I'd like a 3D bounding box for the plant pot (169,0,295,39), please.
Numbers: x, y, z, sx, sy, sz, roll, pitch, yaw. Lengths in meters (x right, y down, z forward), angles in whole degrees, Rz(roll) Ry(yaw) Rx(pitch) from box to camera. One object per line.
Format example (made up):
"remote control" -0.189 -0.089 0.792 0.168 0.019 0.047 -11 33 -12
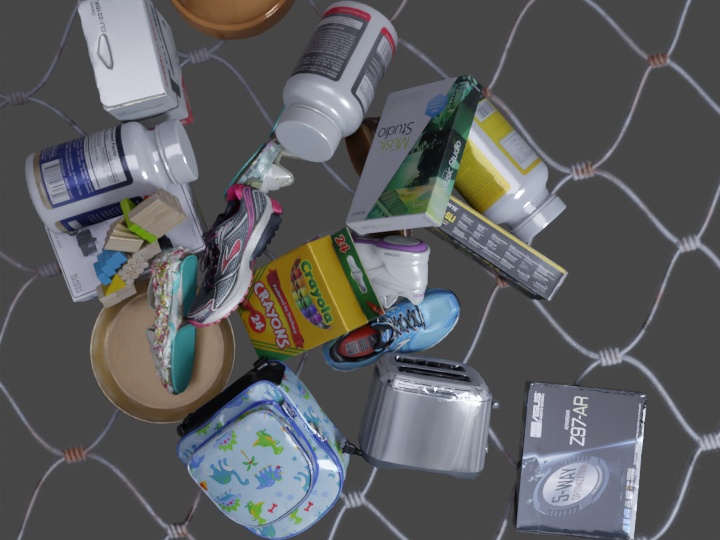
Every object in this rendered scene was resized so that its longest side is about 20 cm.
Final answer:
"plant pot" -0.180 -0.423 1.403 0.199 0.140 0.201 0 89 1

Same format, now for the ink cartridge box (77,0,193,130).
"ink cartridge box" -0.288 -0.267 1.370 0.083 0.200 0.145 -14 88 1

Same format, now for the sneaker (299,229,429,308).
"sneaker" 0.000 0.000 1.393 0.199 0.075 0.100 9 113 34

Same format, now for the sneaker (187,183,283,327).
"sneaker" -0.180 -0.018 1.383 0.075 0.080 0.201 34 71 -33

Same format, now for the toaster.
"toaster" 0.079 0.186 1.373 0.199 0.114 0.130 9 104 -8

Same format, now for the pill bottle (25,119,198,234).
"pill bottle" -0.317 -0.126 1.356 0.199 0.111 0.112 -17 88 2

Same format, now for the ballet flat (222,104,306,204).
"ballet flat" -0.107 -0.162 1.432 0.071 0.069 0.200 33 85 -1

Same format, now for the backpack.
"backpack" -0.120 0.247 1.367 0.183 0.147 0.200 -38 104 14

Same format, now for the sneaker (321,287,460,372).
"sneaker" 0.044 0.085 1.407 0.199 0.090 0.079 -25 88 0

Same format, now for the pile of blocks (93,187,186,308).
"pile of blocks" -0.299 -0.040 1.335 0.200 0.082 0.062 -51 49 31

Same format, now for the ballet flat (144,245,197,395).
"ballet flat" -0.253 0.063 1.396 0.064 0.076 0.201 10 100 23

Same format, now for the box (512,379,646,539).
"box" 0.294 0.255 1.419 0.159 0.044 0.201 6 89 1

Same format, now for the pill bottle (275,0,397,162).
"pill bottle" -0.035 -0.244 1.375 0.110 0.111 0.201 24 64 2

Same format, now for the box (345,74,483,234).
"box" 0.067 -0.144 1.323 0.036 0.144 0.201 32 65 -37

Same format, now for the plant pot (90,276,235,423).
"plant pot" -0.270 0.108 1.446 0.199 0.027 0.201 0 89 1

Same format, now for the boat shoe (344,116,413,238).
"boat shoe" 0.041 -0.111 1.424 0.070 0.070 0.201 -16 95 -39

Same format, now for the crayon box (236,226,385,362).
"crayon box" -0.074 0.038 1.376 0.200 0.051 0.127 -27 87 38

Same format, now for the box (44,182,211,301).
"box" -0.311 -0.045 1.434 0.199 0.060 0.117 -23 88 1

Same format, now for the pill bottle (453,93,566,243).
"pill bottle" 0.177 -0.134 1.399 0.112 0.112 0.200 -41 88 0

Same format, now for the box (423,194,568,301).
"box" 0.165 -0.033 1.373 0.200 0.160 0.049 34 89 3
